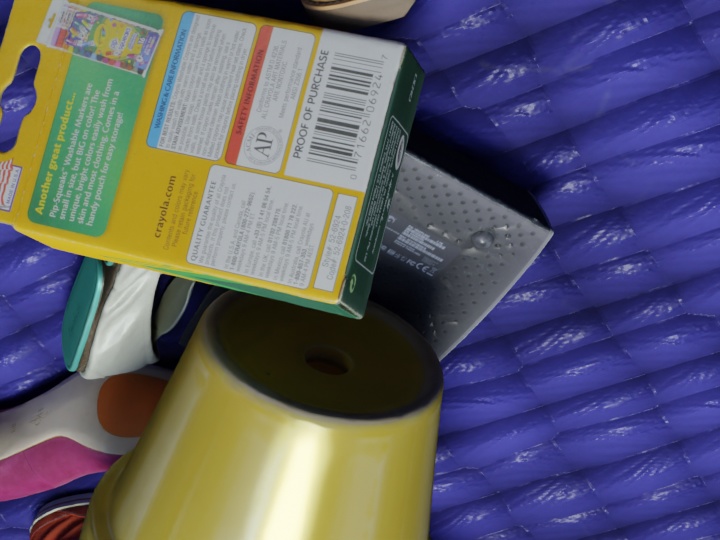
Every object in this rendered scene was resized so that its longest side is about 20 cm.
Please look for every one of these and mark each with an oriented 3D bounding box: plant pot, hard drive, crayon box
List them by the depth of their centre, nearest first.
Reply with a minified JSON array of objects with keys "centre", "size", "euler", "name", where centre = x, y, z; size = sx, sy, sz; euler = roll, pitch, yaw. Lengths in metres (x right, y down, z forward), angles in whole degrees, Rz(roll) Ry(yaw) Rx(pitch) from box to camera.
[{"centre":[-0.081,-0.061,0.855],"size":[0.200,0.126,0.052],"euler":[13,173,15],"name":"crayon box"},{"centre":[-0.041,0.118,0.949],"size":[0.200,0.201,0.189],"euler":[14,119,-7],"name":"plant pot"},{"centre":[0.000,0.000,0.981],"size":[0.135,0.042,0.200],"euler":[27,131,-18],"name":"hard drive"}]

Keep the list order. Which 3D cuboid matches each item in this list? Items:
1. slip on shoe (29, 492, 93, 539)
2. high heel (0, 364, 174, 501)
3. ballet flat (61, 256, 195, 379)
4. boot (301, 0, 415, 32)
[{"centre":[-0.126,0.170,1.145],"size":[0.200,0.061,0.074],"euler":[-15,128,18],"name":"slip on shoe"},{"centre":[-0.169,0.110,1.096],"size":[0.199,0.067,0.096],"euler":[-9,144,7],"name":"high heel"},{"centre":[-0.119,-0.012,0.978],"size":[0.069,0.070,0.200],"euler":[15,137,-7],"name":"ballet flat"},{"centre":[0.050,-0.170,0.799],"size":[0.200,0.074,0.076],"euler":[-15,124,23],"name":"boot"}]
